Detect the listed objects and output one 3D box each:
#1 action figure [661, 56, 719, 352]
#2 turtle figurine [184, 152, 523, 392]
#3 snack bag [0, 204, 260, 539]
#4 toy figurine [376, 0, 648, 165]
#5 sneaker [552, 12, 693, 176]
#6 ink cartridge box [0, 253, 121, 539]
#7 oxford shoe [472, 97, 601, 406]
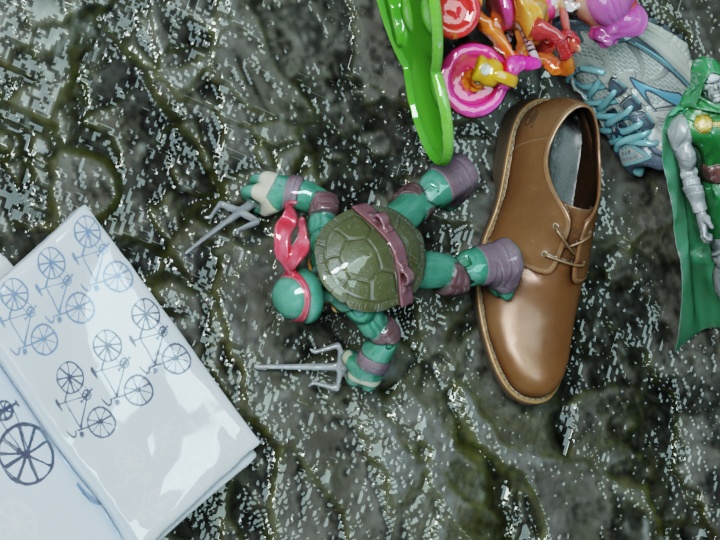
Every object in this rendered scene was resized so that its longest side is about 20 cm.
[{"bbox_3d":[0.241,-0.048,1.827,0.118,0.055,0.201,-24,117,-13],"label":"action figure"},{"bbox_3d":[0.000,0.000,1.725,0.200,0.101,0.150,-21,96,-32],"label":"turtle figurine"},{"bbox_3d":[-0.178,0.094,1.625,0.200,0.021,0.189,-41,106,-24],"label":"snack bag"},{"bbox_3d":[0.112,-0.182,1.737,0.183,0.150,0.201,-14,97,-11],"label":"toy figurine"},{"bbox_3d":[0.185,-0.110,1.835,0.199,0.078,0.087,25,79,-23],"label":"sneaker"},{"bbox_3d":[-0.203,0.078,1.646,0.099,0.039,0.200,-43,107,-22],"label":"ink cartridge box"},{"bbox_3d":[0.118,-0.014,1.798,0.071,0.071,0.201,5,86,-28],"label":"oxford shoe"}]
